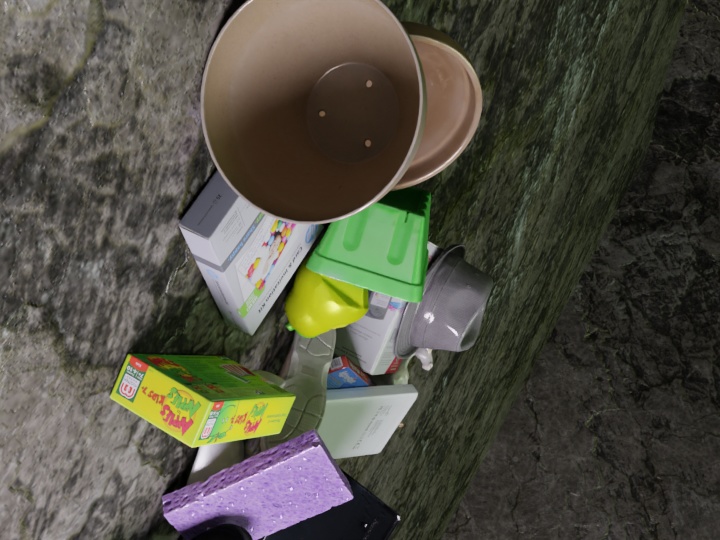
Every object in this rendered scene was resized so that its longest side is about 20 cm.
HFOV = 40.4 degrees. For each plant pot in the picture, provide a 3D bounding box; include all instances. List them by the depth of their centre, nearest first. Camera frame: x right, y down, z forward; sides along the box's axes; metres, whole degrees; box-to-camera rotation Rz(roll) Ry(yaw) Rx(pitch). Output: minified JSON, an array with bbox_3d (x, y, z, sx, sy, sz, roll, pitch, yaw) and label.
[{"bbox_3d":[-0.026,-0.146,0.872,0.203,0.198,0.134,-69,166,11],"label":"plant pot"},{"bbox_3d":[0.022,-0.187,1.025,0.203,0.197,0.094,93,-11,-46],"label":"plant pot"}]

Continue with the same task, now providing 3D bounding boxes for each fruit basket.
[{"bbox_3d":[0.000,0.000,1.144,0.216,0.153,0.219,17,90,-88],"label":"fruit basket"}]

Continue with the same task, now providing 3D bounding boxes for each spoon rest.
[{"bbox_3d":[-0.156,0.193,1.149,0.202,0.060,0.099,-60,167,27],"label":"spoon rest"}]

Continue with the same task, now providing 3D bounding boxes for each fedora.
[{"bbox_3d":[0.134,0.058,1.422,0.200,0.089,0.179,-42,152,-55],"label":"fedora"}]

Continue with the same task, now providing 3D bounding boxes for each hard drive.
[{"bbox_3d":[-0.024,0.217,1.379,0.198,0.027,0.133,1,130,-41],"label":"hard drive"}]

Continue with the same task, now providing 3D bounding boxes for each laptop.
[{"bbox_3d":[-0.056,0.298,1.244,0.189,0.114,0.201,-60,-159,21],"label":"laptop"}]

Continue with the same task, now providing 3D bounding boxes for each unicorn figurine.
[{"bbox_3d":[0.047,0.178,1.520,0.074,0.198,0.139,33,52,-39],"label":"unicorn figurine"}]

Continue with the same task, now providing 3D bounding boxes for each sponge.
[{"bbox_3d":[-0.116,0.261,1.123,0.197,0.030,0.112,-25,131,6],"label":"sponge"}]

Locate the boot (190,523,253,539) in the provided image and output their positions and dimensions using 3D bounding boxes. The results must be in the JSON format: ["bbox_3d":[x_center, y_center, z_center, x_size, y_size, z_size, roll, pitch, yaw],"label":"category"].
[{"bbox_3d":[-0.216,0.342,1.034,0.210,0.080,0.158,-38,157,-4],"label":"boot"}]

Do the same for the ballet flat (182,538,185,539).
[{"bbox_3d":[-0.212,0.375,1.190,0.201,0.067,0.064,-55,165,-27],"label":"ballet flat"}]

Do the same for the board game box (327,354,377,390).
[{"bbox_3d":[-0.042,0.162,1.350,0.101,0.020,0.200,-19,159,6],"label":"board game box"}]

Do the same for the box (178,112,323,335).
[{"bbox_3d":[-0.105,-0.046,1.004,0.157,0.041,0.201,-57,160,-23],"label":"box"}]

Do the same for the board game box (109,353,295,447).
[{"bbox_3d":[-0.153,0.128,0.992,0.048,0.100,0.200,-66,161,3],"label":"board game box"}]

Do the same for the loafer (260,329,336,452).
[{"bbox_3d":[-0.079,0.151,1.215,0.063,0.071,0.203,-47,-157,58],"label":"loafer"}]

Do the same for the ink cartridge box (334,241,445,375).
[{"bbox_3d":[0.041,0.043,1.420,0.203,0.085,0.147,-67,163,1],"label":"ink cartridge box"}]
